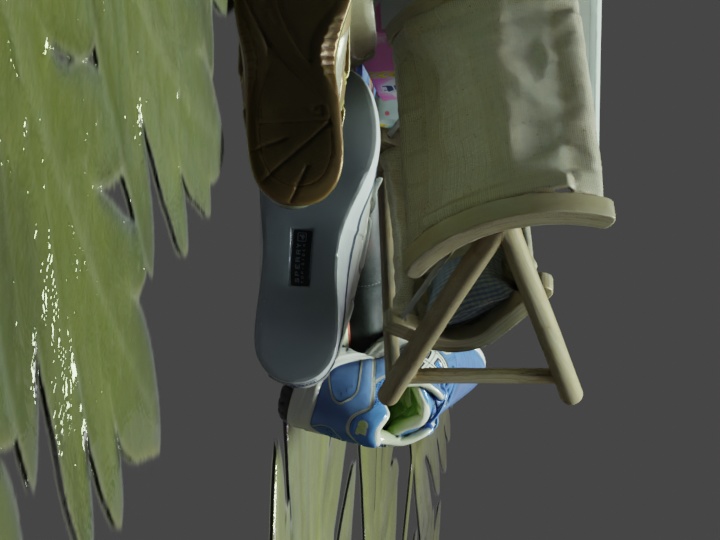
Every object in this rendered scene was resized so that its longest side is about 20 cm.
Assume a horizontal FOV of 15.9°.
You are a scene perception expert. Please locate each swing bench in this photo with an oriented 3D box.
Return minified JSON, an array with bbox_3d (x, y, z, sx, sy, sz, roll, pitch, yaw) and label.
[{"bbox_3d":[0.075,-0.052,1.602,0.200,0.130,0.199,94,-5,-51],"label":"swing bench"}]

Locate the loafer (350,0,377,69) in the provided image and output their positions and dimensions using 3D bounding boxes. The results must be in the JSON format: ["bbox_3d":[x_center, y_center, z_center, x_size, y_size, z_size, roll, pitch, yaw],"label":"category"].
[{"bbox_3d":[-0.017,-0.212,1.574,0.076,0.068,0.200,-145,-122,-61],"label":"loafer"}]

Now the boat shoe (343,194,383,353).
[{"bbox_3d":[0.000,0.000,1.790,0.071,0.063,0.200,31,-55,51],"label":"boat shoe"}]

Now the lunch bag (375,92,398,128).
[{"bbox_3d":[0.064,-0.207,2.179,0.200,0.127,0.170,-92,-176,-77],"label":"lunch bag"}]

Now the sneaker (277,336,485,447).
[{"bbox_3d":[0.029,0.087,1.758,0.200,0.077,0.076,-14,125,-53],"label":"sneaker"}]

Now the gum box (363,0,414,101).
[{"bbox_3d":[0.030,-0.234,1.800,0.114,0.066,0.200,57,29,-68],"label":"gum box"}]

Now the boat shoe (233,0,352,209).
[{"bbox_3d":[-0.041,-0.132,1.497,0.066,0.074,0.200,129,-34,-79],"label":"boat shoe"}]

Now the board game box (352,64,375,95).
[{"bbox_3d":[-0.012,-0.173,1.867,0.200,0.037,0.151,-79,168,-61],"label":"board game box"}]

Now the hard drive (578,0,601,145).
[{"bbox_3d":[0.143,-0.181,1.707,0.132,0.027,0.200,-89,178,-56],"label":"hard drive"}]

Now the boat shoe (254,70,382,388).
[{"bbox_3d":[-0.023,-0.024,1.626,0.086,0.075,0.202,52,42,-80],"label":"boat shoe"}]
